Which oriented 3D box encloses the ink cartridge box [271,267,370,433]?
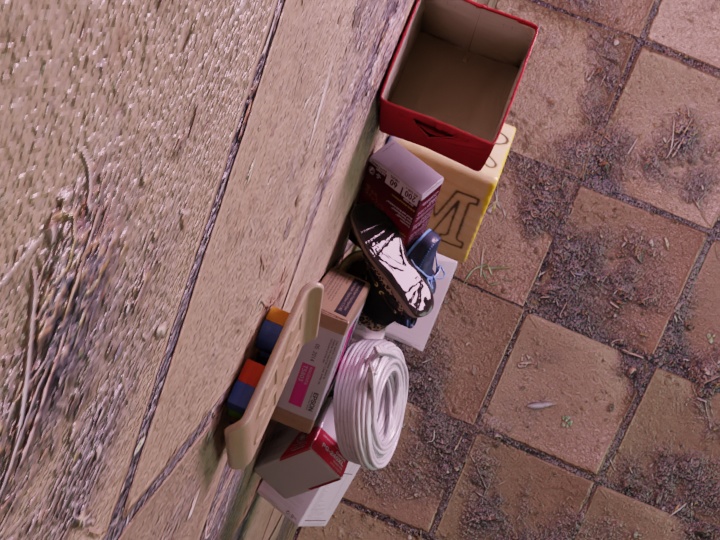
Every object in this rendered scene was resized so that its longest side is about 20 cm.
[{"bbox_3d":[-0.062,0.119,1.587,0.165,0.074,0.202,-61,172,-67],"label":"ink cartridge box"}]

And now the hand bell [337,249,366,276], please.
[{"bbox_3d":[0.000,0.000,1.855,0.200,0.103,0.105,-115,-134,-79],"label":"hand bell"}]

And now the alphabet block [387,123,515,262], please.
[{"bbox_3d":[0.141,-0.170,1.860,0.196,0.198,0.198,-62,173,-48],"label":"alphabet block"}]

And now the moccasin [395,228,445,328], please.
[{"bbox_3d":[0.099,0.015,1.703,0.080,0.068,0.201,-38,159,-36],"label":"moccasin"}]

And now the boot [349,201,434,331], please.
[{"bbox_3d":[0.020,0.002,1.663,0.073,0.201,0.150,-36,-178,-33],"label":"boot"}]

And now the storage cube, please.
[{"bbox_3d":[0.131,-0.264,1.475,0.180,0.169,0.202,84,28,-84],"label":"storage cube"}]

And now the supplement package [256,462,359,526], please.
[{"bbox_3d":[-0.076,0.347,1.895,0.201,0.109,0.114,-59,152,2],"label":"supplement package"}]

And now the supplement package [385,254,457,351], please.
[{"bbox_3d":[0.085,0.029,2.191,0.147,0.189,0.202,-48,159,-79],"label":"supplement package"}]

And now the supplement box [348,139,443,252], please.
[{"bbox_3d":[0.052,-0.096,1.657,0.061,0.109,0.201,-40,159,-34],"label":"supplement box"}]

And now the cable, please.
[{"bbox_3d":[0.017,0.207,1.631,0.200,0.068,0.203,3,93,-71],"label":"cable"}]

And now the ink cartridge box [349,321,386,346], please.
[{"bbox_3d":[-0.024,0.125,1.792,0.201,0.116,0.068,106,9,-58],"label":"ink cartridge box"}]

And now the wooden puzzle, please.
[{"bbox_3d":[-0.110,0.121,1.225,0.201,0.046,0.186,-62,173,-23],"label":"wooden puzzle"}]

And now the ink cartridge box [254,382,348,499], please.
[{"bbox_3d":[-0.070,0.258,1.726,0.145,0.083,0.201,-28,-155,40],"label":"ink cartridge box"}]
